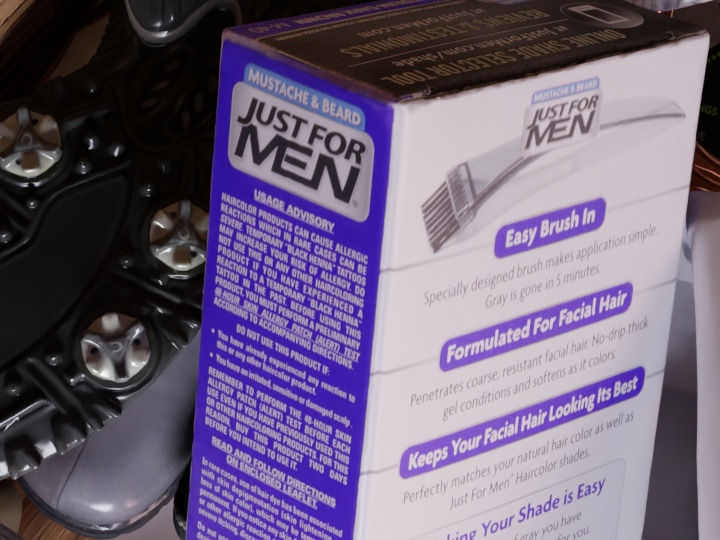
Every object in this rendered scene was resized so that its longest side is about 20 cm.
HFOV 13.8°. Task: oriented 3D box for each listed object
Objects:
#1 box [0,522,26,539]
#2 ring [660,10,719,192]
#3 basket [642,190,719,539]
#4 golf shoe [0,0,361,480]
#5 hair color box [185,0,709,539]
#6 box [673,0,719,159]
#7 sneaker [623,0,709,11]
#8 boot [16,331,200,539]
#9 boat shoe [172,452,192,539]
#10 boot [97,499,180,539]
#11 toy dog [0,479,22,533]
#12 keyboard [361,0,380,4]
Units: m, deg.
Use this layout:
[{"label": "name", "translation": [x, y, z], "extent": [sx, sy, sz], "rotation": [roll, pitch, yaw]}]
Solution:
[{"label": "box", "translation": [-0.147, 0.153, 0.775], "extent": [0.200, 0.117, 0.060], "rotation": [-58, 176, -4]}, {"label": "ring", "translation": [0.139, -0.086, 0.851], "extent": [0.200, 0.019, 0.200], "rotation": [-19, 131, -23]}, {"label": "basket", "translation": [0.122, 0.059, 0.823], "extent": [0.200, 0.123, 0.136], "rotation": [140, -50, -76]}, {"label": "golf shoe", "translation": [-0.057, -0.025, 0.743], "extent": [0.200, 0.077, 0.088], "rotation": [-55, 179, -12]}, {"label": "hair color box", "translation": [0.017, 0.035, 0.723], "extent": [0.109, 0.065, 0.200], "rotation": [-15, 120, -43]}, {"label": "box", "translation": [0.091, -0.113, 0.997], "extent": [0.149, 0.124, 0.200], "rotation": [-41, 148, -73]}, {"label": "sneaker", "translation": [0.073, -0.168, 0.731], "extent": [0.100, 0.070, 0.200], "rotation": [-72, 157, -65]}, {"label": "boot", "translation": [-0.052, -0.026, 0.869], "extent": [0.132, 0.070, 0.200], "rotation": [94, 18, -74]}, {"label": "boat shoe", "translation": [0.000, 0.000, 0.886], "extent": [0.068, 0.072, 0.200], "rotation": [44, 74, -38]}, {"label": "boot", "translation": [-0.068, 0.055, 1.022], "extent": [0.074, 0.096, 0.200], "rotation": [-25, 157, -7]}, {"label": "toy dog", "translation": [-0.099, 0.208, 1.025], "extent": [0.140, 0.200, 0.194], "rotation": [-48, 169, -53]}, {"label": "keyboard", "translation": [-0.019, -0.038, 0.773], "extent": [0.200, 0.011, 0.056], "rotation": [-50, -161, 27]}]
